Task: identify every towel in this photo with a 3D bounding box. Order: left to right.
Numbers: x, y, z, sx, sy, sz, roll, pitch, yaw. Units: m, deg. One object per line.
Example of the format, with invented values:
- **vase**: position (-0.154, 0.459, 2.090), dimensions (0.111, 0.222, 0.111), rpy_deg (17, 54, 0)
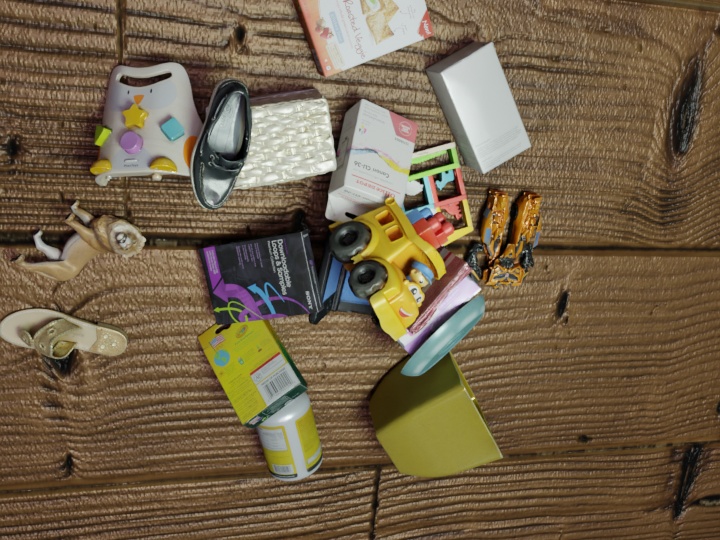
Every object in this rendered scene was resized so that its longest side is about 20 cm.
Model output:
- **towel**: position (0.093, 0.013, 1.137), dimensions (0.023, 0.200, 0.144), rpy_deg (40, 92, -30)

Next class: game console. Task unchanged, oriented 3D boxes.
- **game console**: position (0.000, 0.000, 1.212), dimensions (0.116, 0.176, 0.200), rpy_deg (16, 106, 10)

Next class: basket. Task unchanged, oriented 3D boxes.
- **basket**: position (-0.144, -0.213, 1.089), dimensions (0.200, 0.123, 0.136), rpy_deg (-12, 111, -9)

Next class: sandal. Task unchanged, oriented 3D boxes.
- **sandal**: position (-0.513, 0.118, 1.143), dimensions (0.211, 0.070, 0.078), rpy_deg (10, 107, -18)

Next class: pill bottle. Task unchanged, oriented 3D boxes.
- **pill bottle**: position (-0.144, 0.294, 1.280), dimensions (0.112, 0.112, 0.200), rpy_deg (-14, 112, -9)

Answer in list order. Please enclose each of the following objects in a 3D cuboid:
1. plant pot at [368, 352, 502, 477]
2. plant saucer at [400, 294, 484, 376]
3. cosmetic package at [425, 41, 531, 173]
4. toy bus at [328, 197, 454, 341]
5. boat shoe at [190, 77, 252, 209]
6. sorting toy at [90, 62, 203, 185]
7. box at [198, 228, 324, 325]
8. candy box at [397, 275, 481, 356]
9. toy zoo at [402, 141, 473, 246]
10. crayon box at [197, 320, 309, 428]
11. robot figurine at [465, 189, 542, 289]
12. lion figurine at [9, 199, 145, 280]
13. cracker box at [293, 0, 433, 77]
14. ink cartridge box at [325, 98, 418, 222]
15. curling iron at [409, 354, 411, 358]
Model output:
- **plant pot**: position (0.131, 0.286, 1.314), dimensions (0.200, 0.196, 0.194), rpy_deg (-27, 114, 6)
- **plant saucer**: position (0.152, 0.121, 1.174), dimensions (0.200, 0.200, 0.027), rpy_deg (-45, 75, 4)
- **cosmetic package**: position (0.209, -0.287, 1.174), dimensions (0.107, 0.085, 0.200), rpy_deg (-29, 113, -3)
- **toy bus**: position (0.068, -0.018, 1.060), dimensions (0.192, 0.200, 0.136), rpy_deg (-29, 139, 2)
- **boat shoe**: position (-0.199, -0.179, 0.980), dimensions (0.074, 0.066, 0.200), rpy_deg (12, 105, -32)
- **sorting toy**: position (-0.334, -0.231, 1.033), dimensions (0.200, 0.107, 0.180), rpy_deg (-1, 85, 11)
- **box**: position (-0.172, 0.014, 1.152), dimensions (0.200, 0.036, 0.143), rpy_deg (-9, 100, 17)
- **candy box**: position (0.131, 0.064, 1.215), dimensions (0.168, 0.200, 0.072), rpy_deg (-44, 86, 5)
- **toy zoo**: position (0.133, -0.123, 1.230), dimensions (0.131, 0.020, 0.200), rpy_deg (-17, 103, -9)
- **crayon box**: position (-0.197, 0.167, 1.208), dimensions (0.127, 0.200, 0.051), rpy_deg (-36, 153, 1)
- **robot figurine**: position (0.283, -0.054, 1.292), dimensions (0.145, 0.058, 0.200), rpy_deg (2, 108, -14)
- **lion figurine**: position (-0.468, -0.035, 1.108), dimensions (0.200, 0.073, 0.123), rpy_deg (-31, 128, 13)
- **cracker box**: position (0.006, -0.417, 1.089), dimensions (0.200, 0.058, 0.134), rpy_deg (-24, 114, -6)
- **ink cartridge box**: position (0.019, -0.170, 1.125), dimensions (0.116, 0.067, 0.200), rpy_deg (17, 75, -24)
- **curling iron**: position (0.162, 0.119, 1.285), dimensions (0.200, 0.026, 0.050), rpy_deg (-33, 137, -41)
